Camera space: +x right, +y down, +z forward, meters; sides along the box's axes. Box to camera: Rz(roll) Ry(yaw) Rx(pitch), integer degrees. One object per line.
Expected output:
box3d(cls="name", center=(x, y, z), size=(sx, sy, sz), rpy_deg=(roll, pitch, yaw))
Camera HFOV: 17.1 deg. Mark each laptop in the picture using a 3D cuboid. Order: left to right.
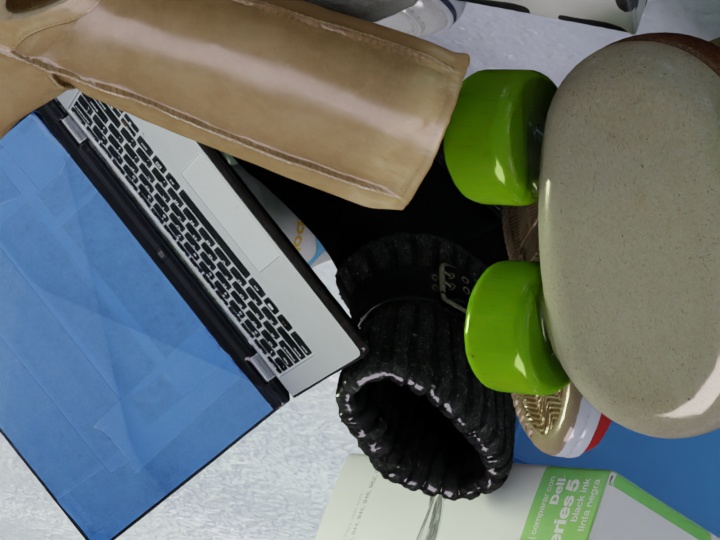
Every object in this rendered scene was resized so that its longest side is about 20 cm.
box3d(cls="laptop", center=(-0.119, 0.013, 1.104), size=(0.188, 0.116, 0.200), rpy_deg=(51, 160, -2))

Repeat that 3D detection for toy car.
box3d(cls="toy car", center=(0.157, -0.032, 0.985), size=(0.163, 0.200, 0.159), rpy_deg=(4, 108, 35))

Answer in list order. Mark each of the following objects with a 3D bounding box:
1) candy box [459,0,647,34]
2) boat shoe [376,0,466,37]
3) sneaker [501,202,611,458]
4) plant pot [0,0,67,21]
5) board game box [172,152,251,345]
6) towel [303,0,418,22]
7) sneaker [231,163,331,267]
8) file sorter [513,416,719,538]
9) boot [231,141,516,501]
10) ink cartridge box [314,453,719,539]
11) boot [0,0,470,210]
box3d(cls="candy box", center=(0.014, -0.166, 0.911), size=(0.199, 0.061, 0.137), rpy_deg=(13, 158, 15))
box3d(cls="boat shoe", center=(-0.049, -0.104, 1.067), size=(0.201, 0.087, 0.075), rpy_deg=(5, 154, 30))
box3d(cls="sneaker", center=(0.127, 0.017, 1.097), size=(0.112, 0.201, 0.071), rpy_deg=(19, 129, -15))
box3d(cls="plant pot", center=(-0.097, -0.213, 0.738), size=(0.200, 0.186, 0.186), rpy_deg=(53, 153, 0))
box3d(cls="board game box", center=(-0.125, -0.015, 1.237), size=(0.199, 0.034, 0.135), rpy_deg=(-16, 98, 54))
box3d(cls="towel", center=(-0.085, -0.139, 0.929), size=(0.199, 0.035, 0.132), rpy_deg=(1, 153, 40))
box3d(cls="sneaker", center=(-0.085, -0.019, 1.301), size=(0.080, 0.077, 0.199), rpy_deg=(3, 180, -35))
box3d(cls="file sorter", center=(0.159, 0.083, 1.271), size=(0.199, 0.140, 0.123), rpy_deg=(24, 161, -12))
box3d(cls="boot", center=(0.002, -0.001, 1.149), size=(0.210, 0.159, 0.079), rpy_deg=(32, 140, -15))
box3d(cls="ink cartridge box", center=(0.089, 0.159, 1.204), size=(0.145, 0.085, 0.199), rpy_deg=(33, 160, -35))
box3d(cls="boot", center=(-0.073, -0.067, 0.959), size=(0.199, 0.067, 0.175), rpy_deg=(19, 158, -6))
